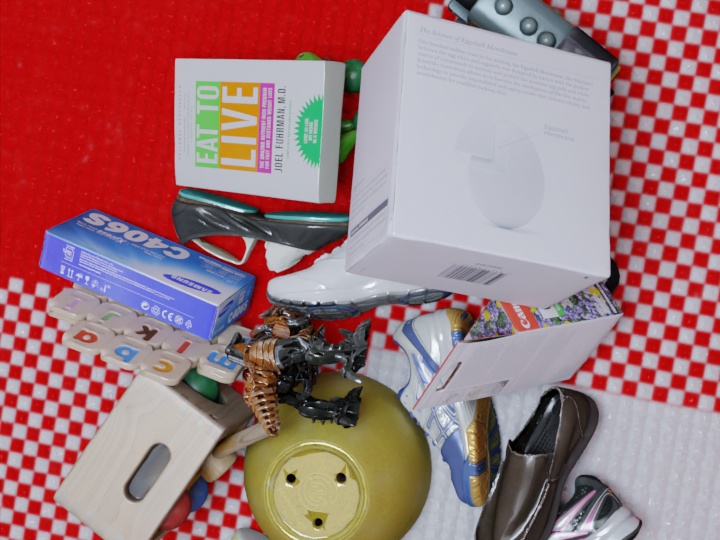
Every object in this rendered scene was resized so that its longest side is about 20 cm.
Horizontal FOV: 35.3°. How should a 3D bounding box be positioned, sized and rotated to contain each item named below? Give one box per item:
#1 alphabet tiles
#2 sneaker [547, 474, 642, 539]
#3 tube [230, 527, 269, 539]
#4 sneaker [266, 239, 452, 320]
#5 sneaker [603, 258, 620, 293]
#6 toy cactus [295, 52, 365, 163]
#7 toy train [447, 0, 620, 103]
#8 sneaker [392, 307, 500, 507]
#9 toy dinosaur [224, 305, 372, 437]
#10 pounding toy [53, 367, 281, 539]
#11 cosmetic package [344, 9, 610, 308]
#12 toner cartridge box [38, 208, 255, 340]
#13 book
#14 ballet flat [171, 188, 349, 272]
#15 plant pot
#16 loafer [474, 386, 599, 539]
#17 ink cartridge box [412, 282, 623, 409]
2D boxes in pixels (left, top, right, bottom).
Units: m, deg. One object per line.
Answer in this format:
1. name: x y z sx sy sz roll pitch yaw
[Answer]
1. alphabet tiles: -0.201 0.055 1.125 0.198 0.196 0.015 20 113 6
2. sneaker: 0.183 0.281 1.144 0.199 0.080 0.087 -36 66 6
3. tube: -0.154 0.368 1.193 0.058 0.052 0.201 40 103 46
4. sneaker: 0.000 0.000 1.165 0.198 0.075 0.088 -10 75 3
5. sneaker: 0.164 -0.024 1.123 0.199 0.090 0.070 28 94 6
6. toy cactus: 0.026 -0.158 1.151 0.200 0.102 0.165 45 77 7
7. toy train: 0.168 -0.227 1.108 0.200 0.114 0.085 41 95 5
8. sneaker: 0.086 0.141 1.156 0.087 0.075 0.202 -10 88 25
9. toy dinosaur: -0.064 0.098 1.054 0.134 0.201 0.103 9 136 2
10. pounding toy: -0.173 0.176 1.122 0.142 0.184 0.201 36 95 5
11. cosmetic package: 0.103 -0.090 0.982 0.198 0.123 0.202 11 72 -17
12. toner cartridge box: -0.217 0.001 1.159 0.199 0.095 0.043 22 114 11
13. book: -0.104 -0.142 1.134 0.199 0.048 0.135 8 98 37
14. ballet flat: -0.103 -0.038 1.175 0.198 0.068 0.069 10 102 17
15. plant pot: -0.032 0.209 1.126 0.198 0.142 0.202 0 92 7
16. loafer: 0.161 0.198 1.114 0.073 0.071 0.201 11 68 47
17. ink cartridge box: 0.140 0.068 1.067 0.051 0.199 0.109 62 143 31
